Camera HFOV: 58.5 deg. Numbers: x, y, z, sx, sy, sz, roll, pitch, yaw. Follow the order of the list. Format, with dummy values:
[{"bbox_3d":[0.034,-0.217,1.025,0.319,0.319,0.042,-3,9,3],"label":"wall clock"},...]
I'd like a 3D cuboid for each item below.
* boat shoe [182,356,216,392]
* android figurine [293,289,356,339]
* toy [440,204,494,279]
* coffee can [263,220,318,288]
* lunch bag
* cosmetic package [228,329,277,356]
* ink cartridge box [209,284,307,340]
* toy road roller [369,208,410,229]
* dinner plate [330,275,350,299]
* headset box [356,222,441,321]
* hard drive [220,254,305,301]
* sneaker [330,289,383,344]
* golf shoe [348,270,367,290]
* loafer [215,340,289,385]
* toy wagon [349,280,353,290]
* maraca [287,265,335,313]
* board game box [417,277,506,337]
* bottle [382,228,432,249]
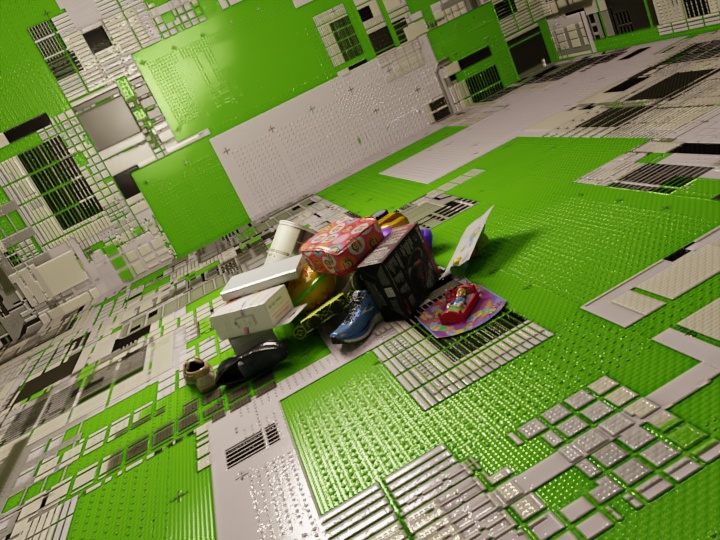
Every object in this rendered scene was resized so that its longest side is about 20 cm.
[{"bbox_3d":[-0.403,0.243,1.594,0.071,0.065,0.200,-34,19,-25],"label":"boat shoe"},{"bbox_3d":[-0.081,0.101,1.527,0.182,0.041,0.200,-34,0,-4],"label":"android figurine"},{"bbox_3d":[0.267,-0.057,1.530,0.115,0.047,0.200,-43,9,51],"label":"toy"},{"bbox_3d":[-0.186,-0.017,1.750,0.146,0.146,0.201,9,78,61],"label":"coffee can"},{"bbox_3d":[-0.035,-0.069,1.536,0.176,0.082,0.200,-42,25,-23],"label":"lunch bag"},{"bbox_3d":[-0.278,0.165,1.614,0.107,0.091,0.200,-27,14,-16],"label":"cosmetic package"},{"bbox_3d":[-0.239,0.094,1.520,0.199,0.068,0.117,-14,16,23],"label":"ink cartridge box"},{"bbox_3d":[0.062,-0.088,1.802,0.200,0.123,0.146,-36,20,-30],"label":"toy road roller"},{"bbox_3d":[-0.077,-0.014,1.748,0.200,0.024,0.201,-34,46,43],"label":"dinner plate"},{"bbox_3d":[0.097,-0.003,1.454,0.075,0.149,0.200,-10,26,39],"label":"headset box"},{"bbox_3d":[-0.242,0.017,1.617,0.199,0.026,0.132,-17,17,9],"label":"hard drive"},{"bbox_3d":[-0.006,0.093,1.432,0.078,0.089,0.200,-10,23,43],"label":"sneaker"},{"bbox_3d":[0.000,0.000,1.564,0.088,0.077,0.200,-23,23,23],"label":"golf shoe"},{"bbox_3d":[-0.248,0.216,1.463,0.200,0.068,0.071,-23,25,25],"label":"loafer"},{"bbox_3d":[0.057,-0.002,1.617,0.199,0.040,0.156,-20,39,17],"label":"toy wagon"},{"bbox_3d":[-0.110,0.030,1.638,0.200,0.107,0.137,-44,5,-6],"label":"maraca"},{"bbox_3d":[0.195,0.066,1.308,0.158,0.039,0.200,-28,17,-6],"label":"board game box"},{"bbox_3d":[0.091,-0.079,1.714,0.199,0.066,0.084,1,10,0],"label":"bottle"}]
